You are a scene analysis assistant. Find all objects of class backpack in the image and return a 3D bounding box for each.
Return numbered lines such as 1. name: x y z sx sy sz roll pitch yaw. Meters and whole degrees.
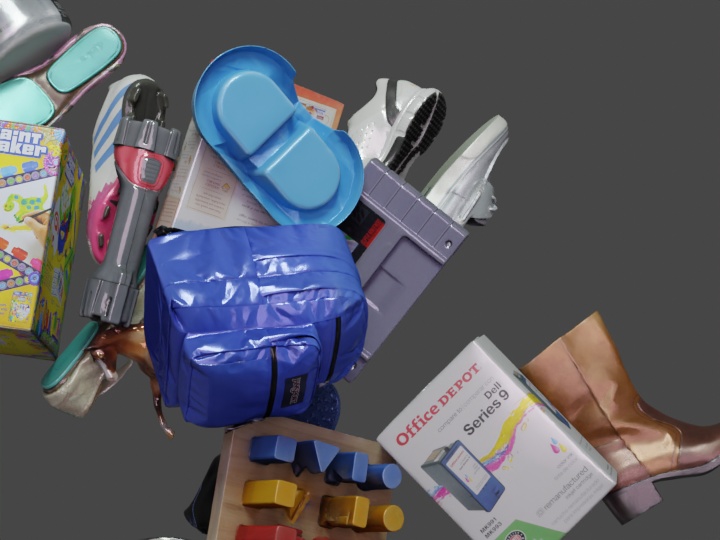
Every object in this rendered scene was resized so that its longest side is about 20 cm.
1. backpack: -0.091 0.055 1.417 0.199 0.163 0.168 -9 54 -19

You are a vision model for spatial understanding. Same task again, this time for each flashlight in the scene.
1. flashlight: -0.229 -0.047 1.477 0.068 0.068 0.201 12 85 21

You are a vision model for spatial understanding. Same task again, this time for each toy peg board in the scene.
1. toy peg board: -0.034 0.246 1.437 0.199 0.098 0.200 19 72 -34

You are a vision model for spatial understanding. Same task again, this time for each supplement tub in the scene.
1. supplement tub: -0.399 -0.294 1.548 0.122 0.123 0.200 -36 84 -11

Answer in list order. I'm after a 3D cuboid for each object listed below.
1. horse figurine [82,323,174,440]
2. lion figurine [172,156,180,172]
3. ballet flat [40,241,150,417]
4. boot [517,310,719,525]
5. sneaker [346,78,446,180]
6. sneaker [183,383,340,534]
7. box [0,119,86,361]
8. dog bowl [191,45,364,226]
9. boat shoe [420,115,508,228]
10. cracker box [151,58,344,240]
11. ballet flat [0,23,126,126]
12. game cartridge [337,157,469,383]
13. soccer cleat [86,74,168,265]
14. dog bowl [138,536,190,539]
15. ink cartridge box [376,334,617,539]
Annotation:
1. horse figurine: -0.163 0.076 1.518 0.200 0.050 0.133 -34 101 -13
2. lion figurine: -0.138 -0.077 1.564 0.122 0.072 0.201 -7 94 -16
3. ballet flat: -0.246 0.061 1.533 0.062 0.067 0.200 42 80 -26
4. boot: 0.291 0.133 1.565 0.188 0.068 0.201 -31 77 2
5. sneaker: 0.009 -0.114 1.586 0.080 0.074 0.200 30 82 31
6. sneaker: -0.101 0.184 1.510 0.200 0.078 0.070 -49 118 -33
7. box: -0.348 -0.027 1.461 0.121 0.200 0.194 8 78 -3
8. dog bowl: -0.084 -0.125 1.456 0.111 0.050 0.200 -46 110 -14
9. boat shoe: 0.103 -0.069 1.582 0.071 0.070 0.201 38 82 -8
10. cracker box: -0.113 -0.095 1.505 0.133 0.058 0.201 20 86 -24
11. ballet flat: -0.325 -0.181 1.558 0.200 0.071 0.069 -40 88 -17
12. game cartridge: 0.000 0.000 1.526 0.129 0.038 0.200 37 107 -1
13. soccer cleat: -0.247 -0.103 1.557 0.070 0.086 0.201 13 88 -36
14. dog bowl: -0.190 0.362 1.464 0.199 0.074 0.201 1 78 -4
15. ink cartridge box: 0.136 0.185 1.501 0.145 0.087 0.200 -45 82 8
